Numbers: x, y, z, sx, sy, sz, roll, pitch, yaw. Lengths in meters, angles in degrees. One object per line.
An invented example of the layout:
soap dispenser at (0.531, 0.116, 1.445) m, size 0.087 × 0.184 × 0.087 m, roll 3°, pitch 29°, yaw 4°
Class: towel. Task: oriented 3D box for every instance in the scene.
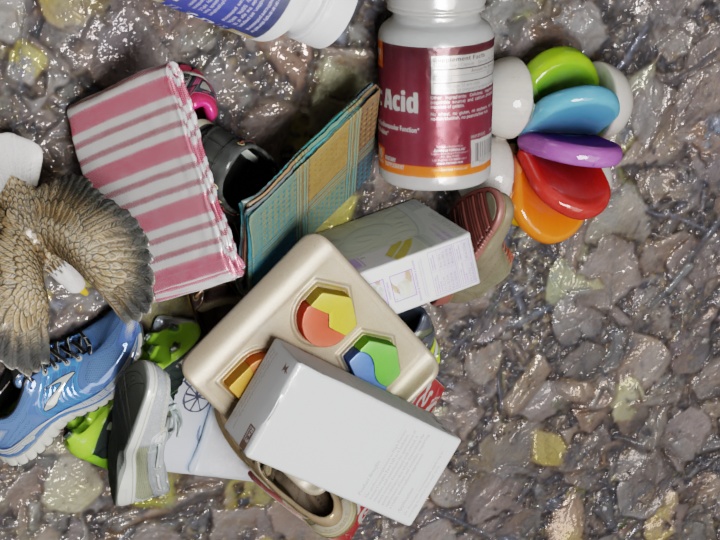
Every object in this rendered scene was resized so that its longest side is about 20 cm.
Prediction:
towel at (-0.187, -0.075, 1.394) m, size 0.030 × 0.146 × 0.202 m, roll -20°, pitch 94°, yaw -53°
towel at (-0.051, -0.077, 1.486) m, size 0.200 × 0.022 × 0.147 m, roll -46°, pitch 161°, yaw -29°

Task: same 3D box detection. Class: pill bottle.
pill bottle at (0.073, -0.188, 1.504) m, size 0.113 × 0.114 × 0.202 m, roll -8°, pitch 110°, yaw -22°
pill bottle at (-0.105, -0.273, 1.375) m, size 0.199 × 0.120 × 0.120 m, roll 18°, pitch 107°, yaw -31°

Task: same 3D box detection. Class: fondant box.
fondant box at (0.000, 0.000, 1.551) m, size 0.199 × 0.144 × 0.059 m, roll -21°, pitch 113°, yaw -15°

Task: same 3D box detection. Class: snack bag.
snack bag at (-0.153, 0.138, 1.630) m, size 0.199 × 0.021 × 0.190 m, roll 11°, pitch 111°, yaw -30°

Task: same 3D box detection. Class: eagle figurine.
eagle figurine at (-0.281, -0.017, 1.376) m, size 0.150 × 0.200 × 0.153 m, roll 16°, pitch 108°, yaw -31°

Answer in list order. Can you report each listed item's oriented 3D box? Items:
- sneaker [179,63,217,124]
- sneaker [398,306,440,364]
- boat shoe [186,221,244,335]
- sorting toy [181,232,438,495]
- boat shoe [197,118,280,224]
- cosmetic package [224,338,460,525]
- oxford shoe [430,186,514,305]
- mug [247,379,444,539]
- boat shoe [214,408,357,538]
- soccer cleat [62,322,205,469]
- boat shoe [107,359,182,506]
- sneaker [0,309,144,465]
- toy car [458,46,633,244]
sneaker at (-0.200, -0.096, 1.451) m, size 0.080 × 0.075 × 0.201 m, roll 18°, pitch 107°, yaw -32°
sneaker at (-0.016, 0.077, 1.552) m, size 0.198 × 0.074 × 0.081 m, roll -15°, pitch 136°, yaw -13°
boat shoe at (-0.141, 0.018, 1.531) m, size 0.072 × 0.072 × 0.202 m, roll -13°, pitch 110°, yaw -17°
sorting toy at (-0.042, 0.094, 1.461) m, size 0.185 × 0.036 × 0.200 m, roll -45°, pitch 116°, yaw -4°
boat shoe at (-0.109, -0.080, 1.464) m, size 0.074 × 0.063 × 0.201 m, roll -57°, pitch 158°, yaw -4°
cosmetic package at (-0.015, 0.152, 1.437) m, size 0.199 × 0.074 × 0.102 m, roll 29°, pitch 94°, yaw -29°
oxford shoe at (0.128, -0.027, 1.605) m, size 0.074 × 0.071 × 0.200 m, roll 1°, pitch 155°, yaw -17°
mug at (-0.012, 0.175, 1.667) m, size 0.133 × 0.178 × 0.201 m, roll 36°, pitch 86°, yaw -3°
boat shoe at (-0.080, 0.184, 1.559) m, size 0.071 × 0.200 × 0.065 m, roll -46°, pitch 155°, yaw -5°
soccer cleat at (-0.216, 0.126, 1.552) m, size 0.200 × 0.068 × 0.081 m, roll -41°, pitch 123°, yaw 21°
boat shoe at (-0.204, 0.158, 1.495) m, size 0.064 × 0.075 × 0.203 m, roll -3°, pitch 137°, yaw -19°
sneaker at (-0.297, 0.102, 1.507) m, size 0.200 × 0.079 × 0.089 m, roll -41°, pitch 128°, yaw -1°
toy car at (0.204, -0.124, 1.585) m, size 0.174 × 0.150 × 0.201 m, roll 1°, pitch 115°, yaw -26°
